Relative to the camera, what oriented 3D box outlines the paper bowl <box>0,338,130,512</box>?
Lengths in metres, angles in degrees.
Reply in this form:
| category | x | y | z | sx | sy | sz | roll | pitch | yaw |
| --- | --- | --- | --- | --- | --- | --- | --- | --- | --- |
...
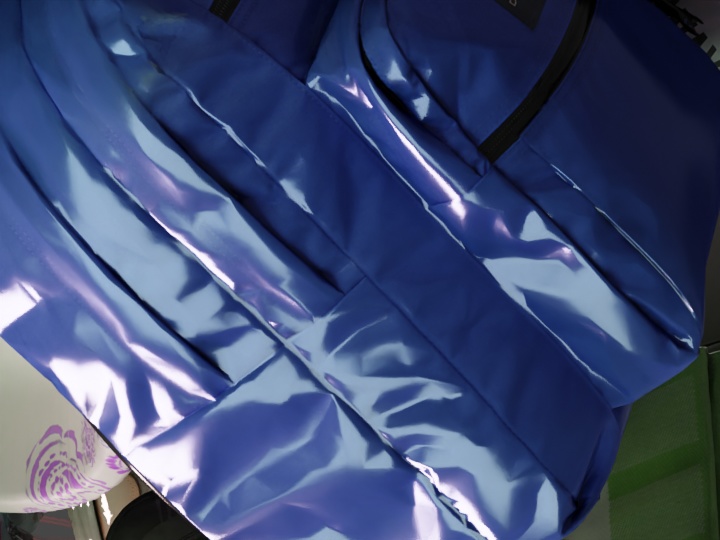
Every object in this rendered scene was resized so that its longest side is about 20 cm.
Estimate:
| category | x | y | z | sx | sy | sz | roll | pitch | yaw |
| --- | --- | --- | --- | --- | --- | --- | --- | --- | --- |
| paper bowl | -0.161 | -0.003 | 0.875 | 0.200 | 0.104 | 0.201 | 14 | 147 | 9 |

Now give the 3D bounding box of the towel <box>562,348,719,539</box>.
| category | x | y | z | sx | sy | sz | roll | pitch | yaw |
| --- | --- | --- | --- | --- | --- | --- | --- | --- | --- |
| towel | 0.046 | 0.109 | 0.846 | 0.200 | 0.149 | 0.031 | -24 | 132 | 28 |

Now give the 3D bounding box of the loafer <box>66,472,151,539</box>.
| category | x | y | z | sx | sy | sz | roll | pitch | yaw |
| --- | --- | --- | --- | --- | --- | --- | --- | --- | --- |
| loafer | -0.086 | 0.128 | 1.071 | 0.063 | 0.072 | 0.200 | 3 | 142 | 12 |

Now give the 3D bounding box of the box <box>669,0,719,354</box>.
| category | x | y | z | sx | sy | sz | roll | pitch | yaw |
| --- | --- | --- | --- | --- | --- | --- | --- | --- | --- |
| box | 0.102 | -0.062 | 0.700 | 0.200 | 0.044 | 0.160 | 38 | 144 | -27 |

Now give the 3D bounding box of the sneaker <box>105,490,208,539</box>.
| category | x | y | z | sx | sy | sz | roll | pitch | yaw |
| --- | --- | --- | --- | --- | --- | --- | --- | --- | --- |
| sneaker | -0.006 | 0.131 | 0.988 | 0.200 | 0.067 | 0.090 | 16 | 176 | -20 |

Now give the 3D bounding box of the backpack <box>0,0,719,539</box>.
| category | x | y | z | sx | sy | sz | roll | pitch | yaw |
| --- | --- | --- | --- | --- | --- | --- | --- | --- | --- |
| backpack | -0.011 | -0.036 | 0.619 | 0.200 | 0.163 | 0.168 | 41 | 123 | -15 |

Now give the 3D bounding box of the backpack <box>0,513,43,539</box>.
| category | x | y | z | sx | sy | sz | roll | pitch | yaw |
| --- | --- | --- | --- | --- | --- | --- | --- | --- | --- |
| backpack | -0.232 | 0.104 | 1.028 | 0.176 | 0.153 | 0.200 | 21 | 152 | 10 |
